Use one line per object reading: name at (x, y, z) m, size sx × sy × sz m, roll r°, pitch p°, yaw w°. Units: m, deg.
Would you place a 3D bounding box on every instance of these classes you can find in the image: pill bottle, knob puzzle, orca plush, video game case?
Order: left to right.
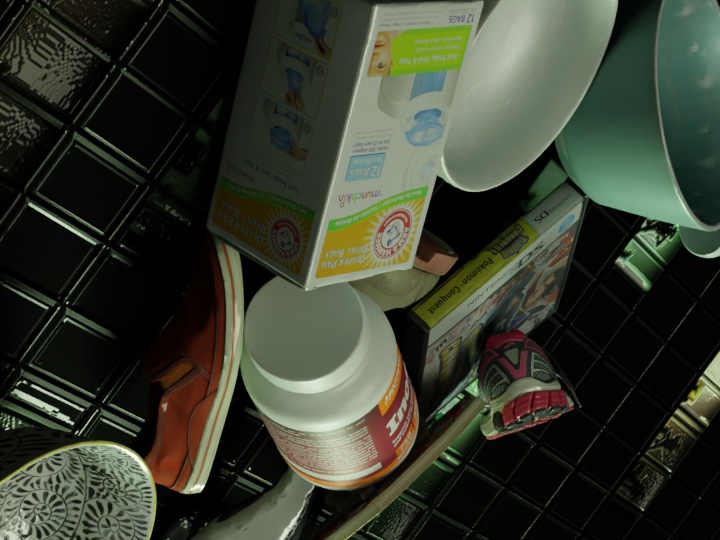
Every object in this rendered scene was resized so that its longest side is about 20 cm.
orca plush at (-0.102, 0.205, 1.740) m, size 0.105 × 0.071 × 0.200 m, roll 28°, pitch 94°, yaw -13°
pill bottle at (-0.024, 0.077, 1.619) m, size 0.113 × 0.113 × 0.200 m, roll -46°, pitch 158°, yaw -11°
knob puzzle at (0.016, 0.160, 1.759) m, size 0.220 × 0.030 × 0.220 m, roll -41°, pitch 180°, yaw 0°
video game case at (0.102, 0.033, 1.803) m, size 0.181 × 0.025 × 0.200 m, roll -40°, pitch 160°, yaw -21°

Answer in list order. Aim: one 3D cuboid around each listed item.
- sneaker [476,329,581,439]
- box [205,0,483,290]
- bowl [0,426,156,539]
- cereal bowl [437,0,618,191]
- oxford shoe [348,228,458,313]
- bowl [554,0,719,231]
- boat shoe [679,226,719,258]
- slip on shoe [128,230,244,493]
sneaker at (0.133, 0.092, 1.851) m, size 0.081 × 0.075 × 0.200 m, roll -19°, pitch 173°, yaw -4°
box at (-0.012, -0.102, 1.487) m, size 0.112 × 0.101 × 0.200 m, roll -10°, pitch 122°, yaw -47°
bowl at (-0.241, 0.172, 1.477) m, size 0.201 × 0.094 × 0.201 m, roll -33°, pitch 143°, yaw -29°
cereal bowl at (0.092, -0.161, 1.589) m, size 0.200 × 0.083 × 0.200 m, roll -38°, pitch 147°, yaw -31°
oxford shoe at (0.000, 0.000, 1.646) m, size 0.200 × 0.071 × 0.074 m, roll 12°, pitch 114°, yaw -55°
bowl at (0.214, -0.126, 1.724) m, size 0.201 × 0.105 × 0.201 m, roll 16°, pitch 73°, yaw -62°
boat shoe at (0.364, -0.100, 2.022) m, size 0.091 × 0.071 × 0.200 m, roll -3°, pitch 130°, yaw -52°
slip on shoe at (-0.120, 0.062, 1.557) m, size 0.061 × 0.074 × 0.200 m, roll 9°, pitch 111°, yaw -15°
